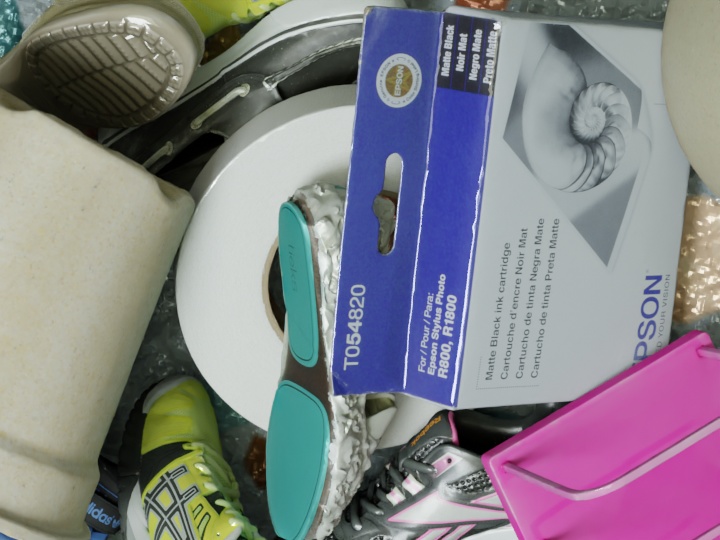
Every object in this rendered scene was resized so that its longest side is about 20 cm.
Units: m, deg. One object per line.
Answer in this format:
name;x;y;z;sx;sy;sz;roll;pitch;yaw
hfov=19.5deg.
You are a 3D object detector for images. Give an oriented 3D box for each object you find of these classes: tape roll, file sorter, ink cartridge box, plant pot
tape roll;0.000;0.000;1.120;0.201;0.037;0.205;-3;113;-7
file sorter;0.179;0.156;1.052;0.138;0.125;0.201;-28;101;-14
ink cartridge box;0.083;-0.031;1.067;0.040;0.198;0.202;20;108;54
plant pot;-0.182;0.012;1.059;0.199;0.200;0.185;29;89;8

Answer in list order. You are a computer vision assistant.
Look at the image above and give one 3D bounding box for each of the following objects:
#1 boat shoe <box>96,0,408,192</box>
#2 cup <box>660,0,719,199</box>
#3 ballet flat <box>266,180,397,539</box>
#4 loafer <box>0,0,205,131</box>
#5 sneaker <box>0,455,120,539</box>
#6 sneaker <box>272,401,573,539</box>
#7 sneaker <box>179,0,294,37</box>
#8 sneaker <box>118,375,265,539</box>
boat shoe;-0.055;-0.084;1.137;0.199;0.071;0.064;-27;54;23
cup;0.252;-0.098;1.005;0.198;0.143;0.202;0;101;0
ballet flat;-0.008;0.050;1.087;0.071;0.072;0.202;9;113;13
loafer;-0.145;-0.116;1.121;0.076;0.069;0.199;45;148;-24
sneaker;-0.171;0.158;1.166;0.111;0.201;0.077;-40;130;13
sneaker;0.041;0.117;1.135;0.198;0.081;0.087;-20;118;2
sneaker;-0.035;-0.168;1.126;0.199;0.075;0.077;-33;89;18
sneaker;-0.084;0.144;1.138;0.076;0.075;0.201;-22;51;23
